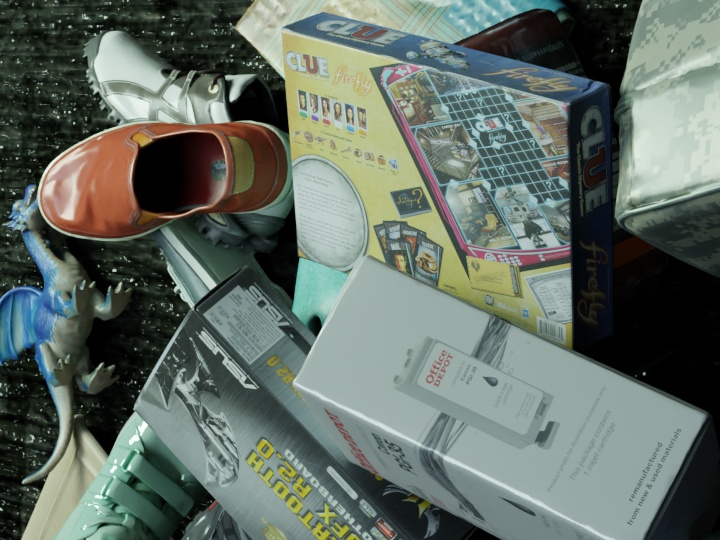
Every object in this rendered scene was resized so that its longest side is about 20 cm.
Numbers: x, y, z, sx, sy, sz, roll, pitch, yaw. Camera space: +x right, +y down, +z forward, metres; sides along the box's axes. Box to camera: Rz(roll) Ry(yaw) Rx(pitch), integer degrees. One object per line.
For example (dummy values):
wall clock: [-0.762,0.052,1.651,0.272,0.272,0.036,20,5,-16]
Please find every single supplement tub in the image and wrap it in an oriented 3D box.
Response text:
supplement tub: [0.098,-0.032,1.299,0.107,0.107,0.200,-24,90,45]

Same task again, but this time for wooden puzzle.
wooden puzzle: [-0.180,0.230,1.682,0.200,0.037,0.185,50,126,38]

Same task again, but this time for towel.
towel: [0.023,-0.145,1.419,0.147,0.022,0.200,-51,52,9]

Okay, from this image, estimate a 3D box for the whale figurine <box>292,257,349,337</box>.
whale figurine: [0.000,0.000,1.422,0.159,0.104,0.200,-34,66,43]

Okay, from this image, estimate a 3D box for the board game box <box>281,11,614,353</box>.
board game box: [0.043,-0.049,1.241,0.200,0.035,0.136,20,123,41]

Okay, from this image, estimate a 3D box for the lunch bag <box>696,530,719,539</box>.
lunch bag: [0.223,0.227,1.186,0.160,0.076,0.201,8,102,10]

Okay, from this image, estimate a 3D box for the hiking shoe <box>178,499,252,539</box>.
hiking shoe: [-0.062,0.186,1.520,0.101,0.076,0.200,39,118,42]

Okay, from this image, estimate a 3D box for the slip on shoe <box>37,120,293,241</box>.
slip on shoe: [-0.130,-0.058,1.490,0.200,0.061,0.074,-5,89,38]

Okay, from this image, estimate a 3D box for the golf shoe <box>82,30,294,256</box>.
golf shoe: [-0.099,-0.103,1.553,0.200,0.078,0.095,48,114,25]

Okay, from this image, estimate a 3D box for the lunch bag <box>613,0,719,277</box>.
lunch bag: [0.228,-0.100,1.150,0.200,0.139,0.168,-18,62,43]

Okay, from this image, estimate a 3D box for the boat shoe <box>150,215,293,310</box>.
boat shoe: [-0.102,0.006,1.554,0.200,0.073,0.062,52,123,25]

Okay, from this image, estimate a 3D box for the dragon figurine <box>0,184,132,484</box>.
dragon figurine: [-0.218,0.043,1.687,0.099,0.059,0.201,19,103,46]

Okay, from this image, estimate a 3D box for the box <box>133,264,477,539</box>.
box: [-0.035,0.110,1.397,0.200,0.048,0.158,47,150,6]

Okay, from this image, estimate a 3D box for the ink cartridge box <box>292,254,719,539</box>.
ink cartridge box: [0.080,0.087,1.232,0.200,0.147,0.083,25,77,20]

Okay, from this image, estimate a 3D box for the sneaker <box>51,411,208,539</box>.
sneaker: [-0.142,0.164,1.545,0.201,0.074,0.118,-53,16,3]
